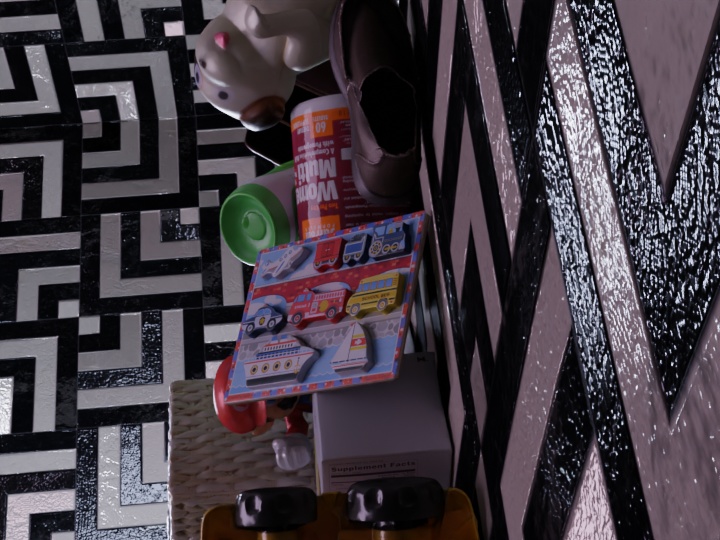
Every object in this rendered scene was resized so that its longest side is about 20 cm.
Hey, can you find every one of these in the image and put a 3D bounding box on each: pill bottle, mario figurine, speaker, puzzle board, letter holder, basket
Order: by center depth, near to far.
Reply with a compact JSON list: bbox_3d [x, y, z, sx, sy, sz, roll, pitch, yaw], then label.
[{"bbox_3d":[-0.033,0.033,1.218,0.017,0.199,0.152,35,-124,-38],"label":"puzzle board"},{"bbox_3d":[-0.005,-0.055,1.320,0.110,0.108,0.202,123,143,-84],"label":"pill bottle"},{"bbox_3d":[-0.047,0.108,1.335,0.124,0.199,0.107,48,127,33],"label":"mario figurine"},{"bbox_3d":[-0.049,-0.069,1.421,0.199,0.088,0.089,-27,-60,-49],"label":"speaker"},{"bbox_3d":[-0.104,0.220,1.462,0.199,0.198,0.162,-101,8,-56],"label":"basket"},{"bbox_3d":[-0.086,-0.208,1.638,0.101,0.141,0.200,-63,2,24],"label":"letter holder"}]

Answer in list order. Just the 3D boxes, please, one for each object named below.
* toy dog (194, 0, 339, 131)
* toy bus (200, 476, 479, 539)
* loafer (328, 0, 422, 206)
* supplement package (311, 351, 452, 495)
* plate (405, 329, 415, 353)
[{"bbox_3d":[-0.073,-0.230,1.323,0.140,0.200,0.194,47,-178,14],"label":"toy dog"},{"bbox_3d":[-0.008,0.219,1.073,0.192,0.198,0.137,10,-103,-86],"label":"toy bus"},{"bbox_3d":[0.022,-0.156,1.186,0.071,0.072,0.202,117,146,-63],"label":"loafer"},{"bbox_3d":[0.016,0.180,1.247,0.114,0.108,0.201,-98,6,-46],"label":"supplement package"},{"bbox_3d":[0.037,0.137,1.493,0.200,0.032,0.202,-106,11,-71],"label":"plate"}]
